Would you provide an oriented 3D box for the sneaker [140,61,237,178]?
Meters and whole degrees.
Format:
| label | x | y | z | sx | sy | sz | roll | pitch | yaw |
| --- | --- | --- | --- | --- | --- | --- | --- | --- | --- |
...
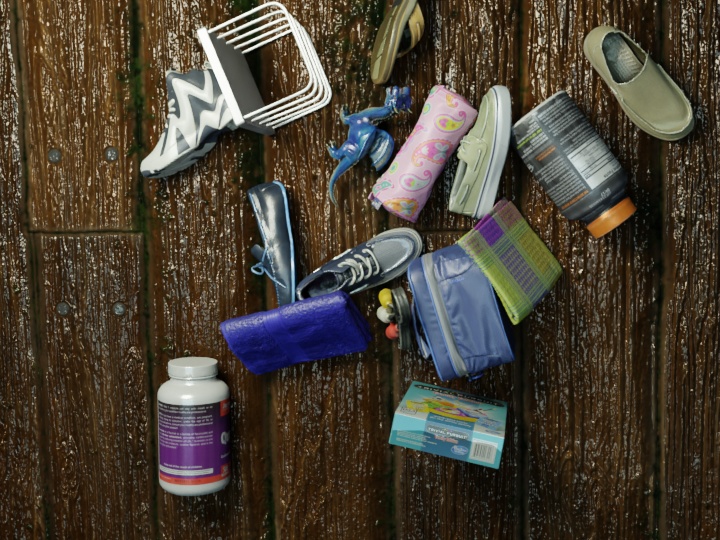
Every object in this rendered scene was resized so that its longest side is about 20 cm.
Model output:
| label | x | y | z | sx | sy | sz | roll | pitch | yaw |
| --- | --- | --- | --- | --- | --- | --- | --- | --- | --- |
| sneaker | -0.277 | -0.240 | 1.419 | 0.199 | 0.079 | 0.130 | -35 | 84 | 16 |

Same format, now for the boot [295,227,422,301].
| label | x | y | z | sx | sy | sz | roll | pitch | yaw |
| --- | --- | --- | --- | --- | --- | --- | --- | --- | --- |
| boot | 0.000 | 0.000 | 1.384 | 0.199 | 0.090 | 0.073 | -29 | 90 | 12 |

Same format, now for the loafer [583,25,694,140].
| label | x | y | z | sx | sy | sz | roll | pitch | yaw |
| --- | --- | --- | --- | --- | --- | --- | --- | --- | --- |
| loafer | 0.389 | -0.262 | 1.297 | 0.076 | 0.068 | 0.200 | -45 | 87 | 11 |

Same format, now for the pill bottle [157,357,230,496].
| label | x | y | z | sx | sy | sz | roll | pitch | yaw |
| --- | --- | --- | --- | --- | --- | --- | --- | --- | --- |
| pill bottle | -0.260 | 0.241 | 1.446 | 0.112 | 0.112 | 0.201 | 2 | 96 | 10 |

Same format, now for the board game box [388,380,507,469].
| label | x | y | z | sx | sy | sz | roll | pitch | yaw |
| --- | --- | --- | --- | --- | --- | --- | --- | --- | --- |
| board game box | 0.131 | 0.216 | 1.327 | 0.150 | 0.200 | 0.047 | 12 | 98 | 9 |

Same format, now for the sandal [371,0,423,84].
| label | x | y | z | sx | sy | sz | roll | pitch | yaw |
| --- | --- | --- | --- | --- | --- | --- | --- | --- | --- |
| sandal | 0.069 | -0.364 | 1.345 | 0.054 | 0.080 | 0.201 | 19 | 96 | -17 |

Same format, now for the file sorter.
| label | x | y | z | sx | sy | sz | roll | pitch | yaw |
| --- | --- | --- | --- | --- | --- | --- | --- | --- | --- |
| file sorter | -0.126 | -0.287 | 1.326 | 0.124 | 0.200 | 0.139 | -22 | 92 | 8 |

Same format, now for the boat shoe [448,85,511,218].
| label | x | y | z | sx | sy | sz | roll | pitch | yaw |
| --- | --- | --- | --- | --- | --- | --- | --- | --- | --- |
| boat shoe | 0.170 | -0.165 | 1.321 | 0.062 | 0.072 | 0.201 | 3 | 116 | -8 |

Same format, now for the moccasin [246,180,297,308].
| label | x | y | z | sx | sy | sz | roll | pitch | yaw |
| --- | --- | --- | --- | --- | --- | --- | --- | --- | --- |
| moccasin | -0.136 | -0.033 | 1.419 | 0.068 | 0.080 | 0.201 | -7 | 82 | -3 |

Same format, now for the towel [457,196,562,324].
| label | x | y | z | sx | sy | sz | roll | pitch | yaw |
| --- | --- | --- | --- | --- | --- | --- | --- | --- | --- |
| towel | 0.213 | -0.018 | 1.297 | 0.023 | 0.200 | 0.144 | -36 | 92 | 35 |

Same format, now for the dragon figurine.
| label | x | y | z | sx | sy | sz | roll | pitch | yaw |
| --- | --- | --- | --- | --- | --- | --- | --- | --- | --- |
| dragon figurine | 0.007 | -0.185 | 1.360 | 0.099 | 0.059 | 0.201 | 23 | 93 | 40 |

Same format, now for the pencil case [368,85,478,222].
| label | x | y | z | sx | sy | sz | roll | pitch | yaw |
| --- | --- | --- | --- | --- | --- | --- | --- | --- | --- |
| pencil case | 0.092 | -0.170 | 1.354 | 0.087 | 0.087 | 0.200 | 33 | 102 | 6 |

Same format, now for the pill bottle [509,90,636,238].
| label | x | y | z | sx | sy | sz | roll | pitch | yaw |
| --- | --- | --- | --- | --- | --- | --- | --- | --- | --- |
| pill bottle | 0.303 | -0.144 | 1.307 | 0.106 | 0.106 | 0.200 | -36 | 89 | 12 |

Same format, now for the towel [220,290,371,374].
| label | x | y | z | sx | sy | sz | roll | pitch | yaw |
| --- | --- | --- | --- | --- | --- | --- | --- | --- | --- |
| towel | -0.093 | 0.099 | 1.389 | 0.199 | 0.148 | 0.050 | -16 | 59 | 12 |

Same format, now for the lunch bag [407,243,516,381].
| label | x | y | z | sx | sy | sz | roll | pitch | yaw |
| --- | --- | --- | --- | --- | --- | --- | --- | --- | --- |
| lunch bag | 0.141 | 0.065 | 1.343 | 0.132 | 0.136 | 0.201 | -16 | 94 | 12 |

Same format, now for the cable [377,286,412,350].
| label | x | y | z | sx | sy | sz | roll | pitch | yaw |
| --- | --- | --- | --- | --- | --- | --- | --- | --- | --- |
| cable | 0.049 | 0.072 | 1.330 | 0.050 | 0.200 | 0.098 | -11 | 87 | 2 |
